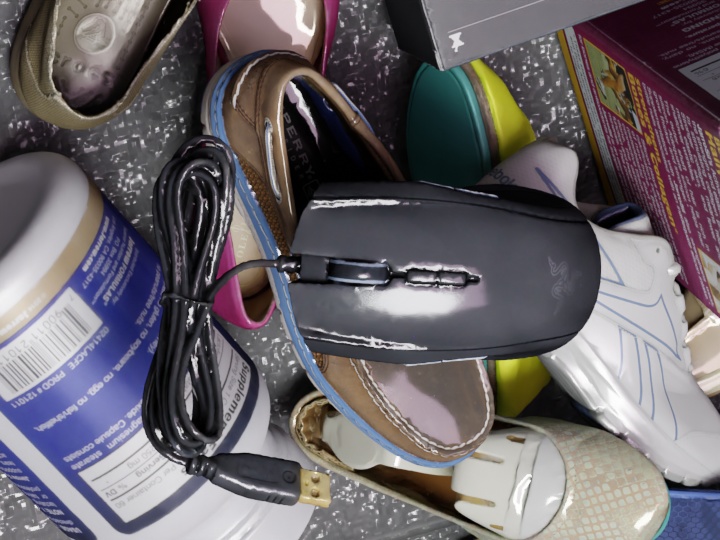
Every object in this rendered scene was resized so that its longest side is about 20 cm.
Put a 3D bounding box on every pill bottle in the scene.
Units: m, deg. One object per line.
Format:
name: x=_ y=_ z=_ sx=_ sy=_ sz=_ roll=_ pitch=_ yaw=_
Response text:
pill bottle: x=-0.112 y=0.053 z=1.148 sx=0.116 sy=0.116 sz=0.200 roll=-39 pitch=118 yaw=0

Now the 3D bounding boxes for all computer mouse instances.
computer mouse: x=0.010 y=0.028 z=1.034 sx=0.200 sy=0.046 sz=0.140 roll=8 pitch=91 yaw=-24

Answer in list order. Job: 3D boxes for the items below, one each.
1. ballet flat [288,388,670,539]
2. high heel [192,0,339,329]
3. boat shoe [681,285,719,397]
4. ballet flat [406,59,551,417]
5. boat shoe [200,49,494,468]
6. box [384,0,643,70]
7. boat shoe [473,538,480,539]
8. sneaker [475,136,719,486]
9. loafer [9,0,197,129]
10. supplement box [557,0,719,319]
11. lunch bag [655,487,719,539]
ballet flat: x=0.046 y=0.092 z=1.172 sx=0.062 sy=0.200 sz=0.067 roll=8 pitch=93 yaw=-46
high heel: x=-0.039 y=-0.076 z=1.129 sx=0.067 sy=0.096 sz=0.200 roll=11 pitch=108 yaw=-22
boat shoe: x=0.186 y=0.004 z=1.256 sx=0.200 sy=0.072 sz=0.065 roll=-30 pitch=105 yaw=-3
ballet flat: x=0.062 y=-0.019 z=1.213 sx=0.067 sy=0.067 sz=0.200 roll=-22 pitch=122 yaw=-32
boat shoe: x=0.000 y=0.000 z=1.092 sx=0.072 sy=0.072 sz=0.200 roll=-37 pitch=104 yaw=-16
box: x=0.098 y=-0.187 z=1.130 sx=0.200 sy=0.079 sz=0.141 roll=-19 pitch=104 yaw=-10
boat shoe: x=0.001 y=0.176 z=1.266 sx=0.200 sy=0.074 sz=0.069 roll=-17 pitch=114 yaw=-21
sneaker: x=0.116 y=0.023 z=1.168 sx=0.087 sy=0.075 sz=0.200 roll=-46 pitch=119 yaw=-2
loafer: x=-0.088 y=-0.145 z=1.100 sx=0.076 sy=0.067 sz=0.200 roll=13 pitch=107 yaw=-23
supplement box: x=0.177 y=-0.058 z=1.150 sx=0.103 sy=0.200 sz=0.131 roll=-23 pitch=118 yaw=-8
lunch bag: x=0.161 y=0.177 z=1.215 sx=0.200 sy=0.132 sz=0.136 roll=3 pitch=76 yaw=11
